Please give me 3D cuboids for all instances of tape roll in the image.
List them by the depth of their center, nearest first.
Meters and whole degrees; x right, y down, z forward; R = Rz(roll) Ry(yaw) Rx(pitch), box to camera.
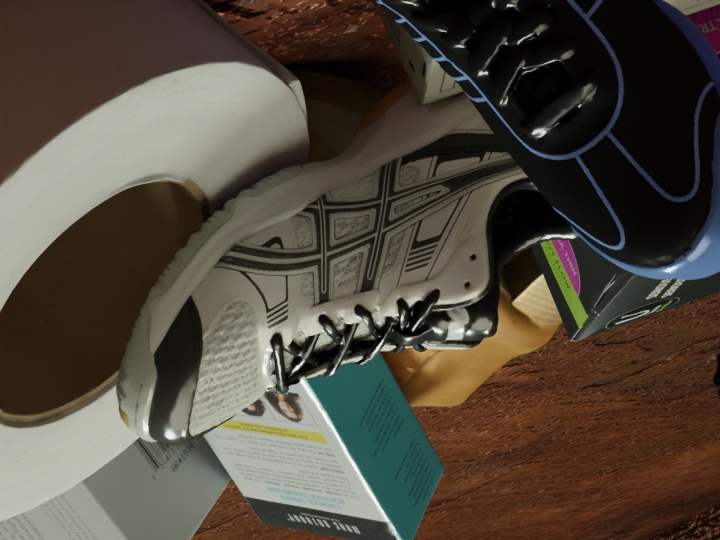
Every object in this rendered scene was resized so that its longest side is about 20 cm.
[{"bbox_3d":[-0.111,-0.009,0.745,0.202,0.071,0.203,-39,153,-24],"label":"tape roll"}]

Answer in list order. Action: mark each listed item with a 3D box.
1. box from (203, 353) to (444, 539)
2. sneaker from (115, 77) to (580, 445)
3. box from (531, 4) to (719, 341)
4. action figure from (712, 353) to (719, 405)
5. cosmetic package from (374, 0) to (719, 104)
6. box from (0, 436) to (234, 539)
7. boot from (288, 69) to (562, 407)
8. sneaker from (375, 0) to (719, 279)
[{"bbox_3d":[-0.037,0.041,0.931,0.082,0.049,0.200,7,143,31],"label":"box"},{"bbox_3d":[0.004,0.002,0.770,0.200,0.088,0.076,-40,157,-20],"label":"sneaker"},{"bbox_3d":[0.160,-0.082,0.873,0.199,0.149,0.124,-19,166,-16],"label":"box"},{"bbox_3d":[0.399,0.068,1.791,0.119,0.102,0.200,12,145,-45],"label":"action figure"},{"bbox_3d":[0.103,-0.137,0.755,0.199,0.073,0.104,-20,164,-11],"label":"cosmetic package"},{"bbox_3d":[-0.164,0.104,1.015,0.200,0.098,0.124,-25,-162,35],"label":"box"},{"bbox_3d":[0.000,0.000,0.941,0.201,0.071,0.144,22,134,-27],"label":"boot"},{"bbox_3d":[0.036,-0.080,0.614,0.070,0.200,0.078,-43,161,31],"label":"sneaker"}]
